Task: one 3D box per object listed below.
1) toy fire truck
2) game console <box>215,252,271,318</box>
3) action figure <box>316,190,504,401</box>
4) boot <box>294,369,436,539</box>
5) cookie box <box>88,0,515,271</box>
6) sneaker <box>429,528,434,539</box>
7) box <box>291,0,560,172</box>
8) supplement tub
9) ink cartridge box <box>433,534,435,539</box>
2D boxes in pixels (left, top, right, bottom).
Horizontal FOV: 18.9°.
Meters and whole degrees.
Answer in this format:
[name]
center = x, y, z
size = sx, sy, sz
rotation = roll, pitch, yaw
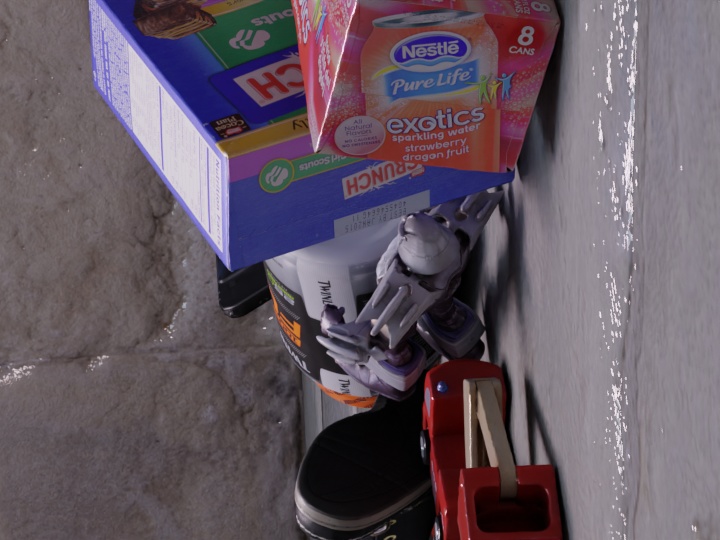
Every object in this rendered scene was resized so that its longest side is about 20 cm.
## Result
[toy fire truck]
center = 0.067, 0.108, 1.168
size = 0.201, 0.048, 0.142
rotation = -97, 6, -45
[game console]
center = -0.067, -0.092, 1.675
size = 0.117, 0.175, 0.201
rotation = 51, -163, -30
[action figure]
center = 0.028, 0.012, 1.220
size = 0.069, 0.130, 0.200
rotation = 43, 162, 17
[boot]
center = 0.005, 0.162, 1.333
size = 0.203, 0.073, 0.155
rotation = -41, -31, -61
[cookie box]
center = -0.034, -0.103, 1.157
size = 0.200, 0.170, 0.076
rotation = 50, 150, 46
[sneaker]
center = 0.031, 0.221, 1.514
size = 0.200, 0.081, 0.078
rotation = -108, 14, -73
[box]
center = 0.025, -0.150, 1.060
size = 0.201, 0.102, 0.095
rotation = -98, 19, -47
[supplement tub]
center = 0.000, 0.000, 1.392
size = 0.201, 0.121, 0.123
rotation = 81, -178, -57
[ink cartridge box]
center = 0.066, 0.262, 1.282
size = 0.162, 0.050, 0.202
rotation = 47, -137, -86
